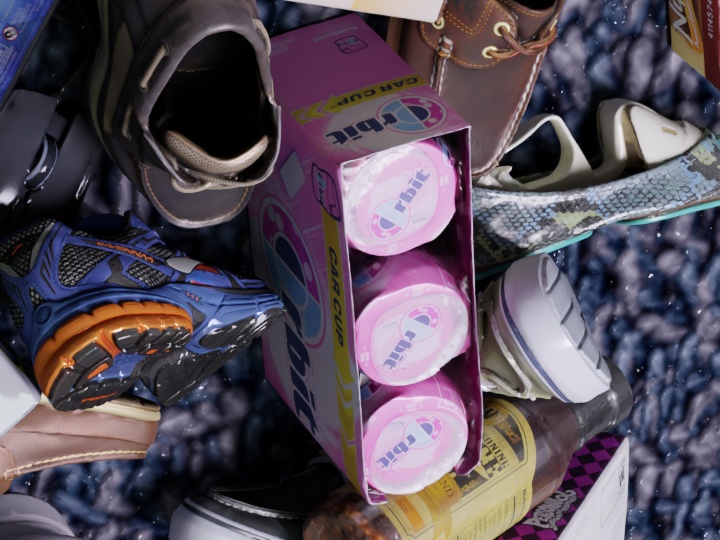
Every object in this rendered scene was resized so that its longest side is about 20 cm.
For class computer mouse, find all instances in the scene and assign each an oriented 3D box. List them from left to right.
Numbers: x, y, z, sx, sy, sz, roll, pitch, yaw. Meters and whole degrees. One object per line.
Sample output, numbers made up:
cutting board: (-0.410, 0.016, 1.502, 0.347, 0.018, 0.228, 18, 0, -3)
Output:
computer mouse: (-0.166, -0.049, 0.964, 0.200, 0.046, 0.140, -46, 133, 3)

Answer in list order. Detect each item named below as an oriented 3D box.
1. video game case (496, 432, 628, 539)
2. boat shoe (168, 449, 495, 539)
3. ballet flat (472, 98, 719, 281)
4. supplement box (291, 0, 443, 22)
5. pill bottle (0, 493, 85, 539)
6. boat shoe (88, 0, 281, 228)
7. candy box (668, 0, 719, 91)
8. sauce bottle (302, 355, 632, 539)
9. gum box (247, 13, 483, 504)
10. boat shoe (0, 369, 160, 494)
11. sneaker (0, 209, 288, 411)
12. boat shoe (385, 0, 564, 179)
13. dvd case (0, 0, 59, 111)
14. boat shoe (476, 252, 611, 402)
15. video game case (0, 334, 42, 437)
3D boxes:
video game case: (0.093, 0.205, 1.200, 0.200, 0.036, 0.183, -44, 140, -59)
boat shoe: (-0.010, 0.124, 1.169, 0.199, 0.072, 0.071, 11, 99, -41)
ballet flat: (0.115, -0.049, 1.124, 0.199, 0.074, 0.075, -18, 128, -24)
supplement box: (-0.044, -0.183, 0.930, 0.199, 0.074, 0.127, 4, 119, -33)
pill bottle: (-0.137, 0.193, 1.040, 0.111, 0.200, 0.113, -16, 128, -22)
boat shoe: (-0.070, -0.065, 0.921, 0.074, 0.074, 0.200, -16, 152, -6)
candy box: (0.245, -0.179, 1.117, 0.199, 0.055, 0.116, -23, 131, -15)
sauce bottle: (0.059, 0.100, 1.140, 0.200, 0.066, 0.066, -32, 135, -39)
gum box: (0.000, 0.000, 1.051, 0.066, 0.114, 0.201, -19, 128, -19)
boat shoe: (-0.186, 0.077, 1.009, 0.199, 0.072, 0.068, 2, 94, -26)
sneaker: (-0.094, 0.009, 0.999, 0.075, 0.079, 0.200, -36, 168, 12)
boat shoe: (0.059, -0.128, 1.018, 0.070, 0.070, 0.201, -13, 122, -32)
dvd case: (-0.198, -0.151, 0.844, 0.199, 0.018, 0.143, 25, 112, -18)
boat shoe: (0.080, 0.037, 1.093, 0.062, 0.072, 0.200, -27, 174, 5)
video game case: (-0.262, 0.046, 0.919, 0.200, 0.045, 0.182, -41, 102, -1)
